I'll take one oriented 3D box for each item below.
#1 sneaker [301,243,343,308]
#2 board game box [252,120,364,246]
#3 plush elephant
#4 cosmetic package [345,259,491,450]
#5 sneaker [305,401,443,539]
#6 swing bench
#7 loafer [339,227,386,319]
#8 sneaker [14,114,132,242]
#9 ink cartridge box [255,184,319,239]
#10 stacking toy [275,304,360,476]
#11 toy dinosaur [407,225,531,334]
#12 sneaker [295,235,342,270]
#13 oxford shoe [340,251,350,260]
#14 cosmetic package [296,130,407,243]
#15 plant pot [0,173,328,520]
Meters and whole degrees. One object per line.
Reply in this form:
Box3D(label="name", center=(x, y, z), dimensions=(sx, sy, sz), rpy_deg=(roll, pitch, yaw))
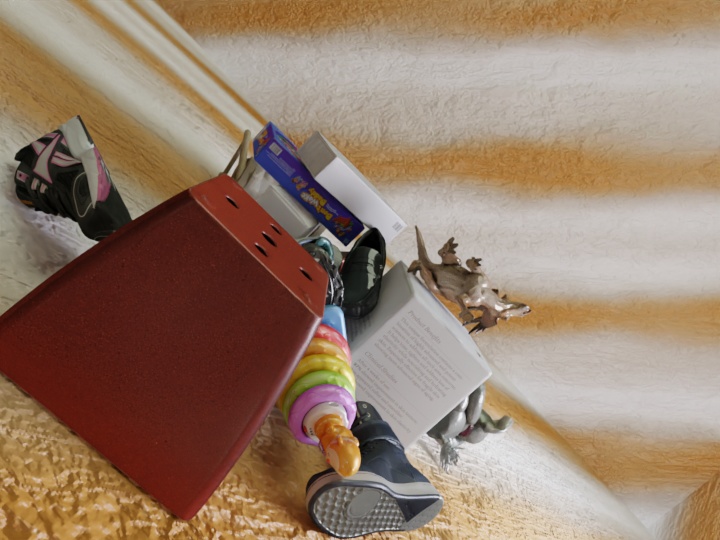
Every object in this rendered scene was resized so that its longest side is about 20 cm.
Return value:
Box3D(label="sneaker", center=(-0.063, 0.049, 0.696), dimensions=(0.080, 0.073, 0.202), rpy_deg=(-118, -159, -47))
Box3D(label="board game box", center=(-0.085, -0.141, 0.919), dimensions=(0.200, 0.045, 0.135), rpy_deg=(43, 11, -25))
Box3D(label="plush elephant", center=(0.185, 0.259, 1.055), dimensions=(0.154, 0.164, 0.202), rpy_deg=(16, 58, -47))
Box3D(label="cosmetic package", center=(0.051, 0.128, 0.842), dimensions=(0.167, 0.200, 0.167), rpy_deg=(45, 9, -14))
Box3D(label="sneaker", center=(-0.011, 0.208, 0.626), dimensions=(0.202, 0.077, 0.146), rpy_deg=(31, 14, -47))
Box3D(label="swing bench", center=(-0.172, -0.160, 1.161), dimensions=(0.198, 0.130, 0.201), rpy_deg=(28, 19, -27))
Box3D(label="loafer", center=(0.000, 0.000, 0.828), dimensions=(0.067, 0.071, 0.201), rpy_deg=(7, 29, 8))
Box3D(label="sneaker", center=(-0.284, -0.078, 0.554), dimensions=(0.200, 0.086, 0.081), rpy_deg=(43, -25, 47))
Box3D(label="ink cartridge box", center=(-0.143, -0.059, 0.913), dimensions=(0.088, 0.145, 0.200), rpy_deg=(46, 10, -2))
Box3D(label="stacking toy", center=(-0.041, 0.135, 0.581), dimensions=(0.200, 0.108, 0.117), rpy_deg=(-125, -155, -58))
Box3D(label="toy dinosaur", center=(0.143, 0.024, 0.839), dimensions=(0.199, 0.086, 0.136), rpy_deg=(39, -2, 24))
Box3D(label="sneaker", center=(-0.061, -0.008, 0.763), dimensions=(0.078, 0.086, 0.200), rpy_deg=(61, 25, 2))
Box3D(label="oxford shoe", center=(-0.060, 0.002, 1.055), dimensions=(0.198, 0.072, 0.072), rpy_deg=(-7, 15, -22))
Box3D(label="cosmetic package", center=(-0.011, -0.124, 0.889), dimensions=(0.200, 0.051, 0.083), rpy_deg=(38, 16, -45))
Box3D(label="plant pot", center=(-0.133, 0.034, 0.480), dimensions=(0.200, 0.176, 0.200), rpy_deg=(45, 10, -11))
